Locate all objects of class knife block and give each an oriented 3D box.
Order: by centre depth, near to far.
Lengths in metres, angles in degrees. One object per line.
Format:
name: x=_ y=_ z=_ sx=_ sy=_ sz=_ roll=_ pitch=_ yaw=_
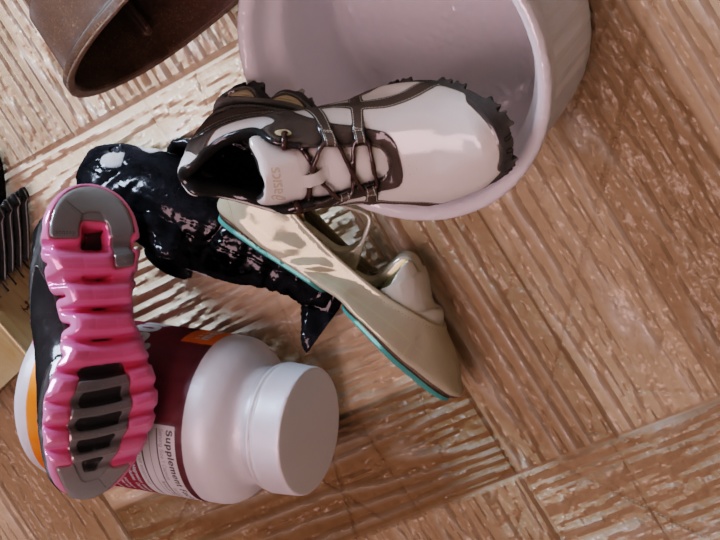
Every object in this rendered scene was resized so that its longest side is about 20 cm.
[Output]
knife block: x=-0.293 y=0.007 z=1.813 sx=0.176 sy=0.064 sz=0.200 roll=48 pitch=130 yaw=-1

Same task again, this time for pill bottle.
pill bottle: x=-0.120 y=0.093 z=1.730 sx=0.199 sy=0.113 sz=0.113 roll=7 pitch=119 yaw=27

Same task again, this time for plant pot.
plant pot: x=-0.154 y=-0.240 z=1.518 sx=0.198 sy=0.200 sz=0.200 roll=50 pitch=129 yaw=5

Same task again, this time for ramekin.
ramekin: x=0.037 y=-0.139 z=1.514 sx=0.200 sy=0.098 sz=0.201 roll=15 pitch=123 yaw=23

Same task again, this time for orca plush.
orca plush: x=-0.110 y=-0.012 z=1.690 sx=0.200 sy=0.071 sz=0.105 roll=41 pitch=129 yaw=4

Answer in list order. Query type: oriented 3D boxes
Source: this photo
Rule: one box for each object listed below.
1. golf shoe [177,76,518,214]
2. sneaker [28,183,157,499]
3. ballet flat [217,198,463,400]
golf shoe: x=-0.010 y=-0.059 z=1.466 sx=0.199 sy=0.094 sz=0.078 roll=-1 pitch=115 yaw=29
sneaker: x=-0.184 y=0.048 z=1.679 sx=0.095 sy=0.079 sz=0.201 roll=-11 pitch=78 yaw=61
ballet flat: x=0.000 y=0.000 z=1.637 sx=0.200 sy=0.070 sz=0.069 roll=38 pitch=129 yaw=-3
